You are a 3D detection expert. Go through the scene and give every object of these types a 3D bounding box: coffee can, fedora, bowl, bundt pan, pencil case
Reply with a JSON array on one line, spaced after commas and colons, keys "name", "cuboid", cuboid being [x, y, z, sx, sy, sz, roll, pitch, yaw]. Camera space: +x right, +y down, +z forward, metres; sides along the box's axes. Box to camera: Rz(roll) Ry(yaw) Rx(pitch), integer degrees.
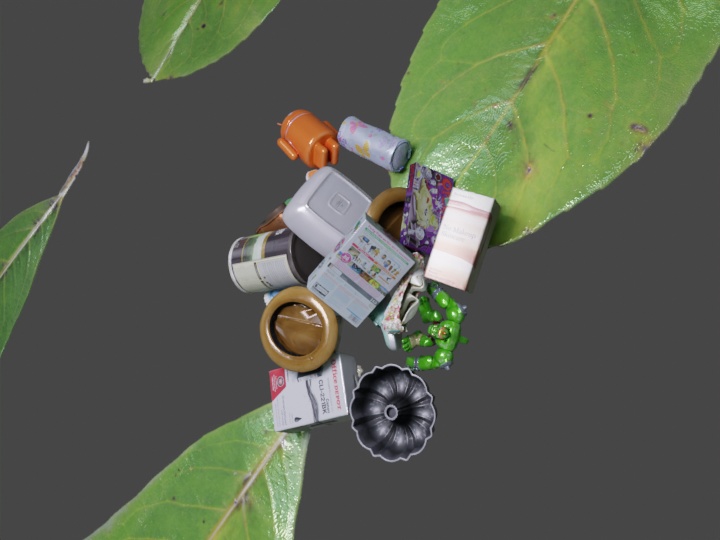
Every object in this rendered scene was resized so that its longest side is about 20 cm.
[{"name": "coffee can", "cuboid": [-0.207, -0.026, 1.395, 0.197, 0.146, 0.149, -9, 71, 29]}, {"name": "fedora", "cuboid": [0.080, -0.095, 1.320, 0.081, 0.198, 0.204, -10, 66, 61]}, {"name": "bowl", "cuboid": [-0.059, -0.143, 1.325, 0.199, 0.075, 0.201, 38, 59, -5]}, {"name": "fedora", "cuboid": [-0.133, 0.136, 1.296, 0.197, 0.082, 0.204, -3, 83, 20]}, {"name": "bundt pan", "cuboid": [0.079, 0.304, 1.220, 0.199, 0.076, 0.206, -3, 83, 25]}, {"name": "pencil case", "cuboid": [0.035, -0.326, 1.433, 0.199, 0.084, 0.091, 31, 54, 29]}]

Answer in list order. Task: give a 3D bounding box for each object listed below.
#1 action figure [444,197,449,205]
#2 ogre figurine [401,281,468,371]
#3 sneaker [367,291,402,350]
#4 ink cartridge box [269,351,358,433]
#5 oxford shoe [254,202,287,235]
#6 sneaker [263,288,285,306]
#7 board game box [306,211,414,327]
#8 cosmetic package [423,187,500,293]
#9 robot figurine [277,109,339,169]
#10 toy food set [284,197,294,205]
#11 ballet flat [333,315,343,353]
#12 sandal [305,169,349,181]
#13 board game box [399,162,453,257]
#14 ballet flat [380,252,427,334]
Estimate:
[{"name": "action figure", "cuboid": [0.241, -0.061, 1.275, 0.116, 0.055, 0.204, 4, 84, 25]}, {"name": "ogre figurine", "cuboid": [0.169, 0.132, 1.233, 0.119, 0.098, 0.202, 12, 64, 45]}, {"name": "sneaker", "cuboid": [0.024, 0.112, 1.313, 0.117, 0.074, 0.203, -24, 57, 11]}, {"name": "ink cartridge box", "cuboid": [-0.105, 0.289, 1.318, 0.197, 0.084, 0.147, -18, 67, 19]}, {"name": "oxford shoe", "cuboid": [-0.224, -0.110, 1.468, 0.071, 0.199, 0.071, 49, 65, -10]}, {"name": "sneaker", "cuboid": [-0.167, 0.111, 1.406, 0.090, 0.078, 0.201, -39, 63, 6]}, {"name": "board game box", "cuboid": [0.000, 0.000, 1.229, 0.147, 0.064, 0.200, 39, 105, -15]}, {"name": "cosmetic package", "cuboid": [0.220, -0.063, 1.209, 0.102, 0.087, 0.203, 17, 90, 23]}, {"name": "robot figurine", "cuboid": [-0.139, -0.354, 1.506, 0.144, 0.116, 0.200, -48, 61, 5]}, {"name": "toy food set", "cuboid": [-0.114, -0.130, 1.467, 0.196, 0.049, 0.203, -27, 66, 16]}, {"name": "ballet flat", "cuboid": [-0.073, 0.106, 1.370, 0.061, 0.068, 0.203, -21, 67, 7]}, {"name": "sandal", "cuboid": [-0.052, -0.210, 1.424, 0.206, 0.060, 0.079, 41, 51, 22]}, {"name": "board game box", "cuboid": [0.155, -0.137, 1.304, 0.032, 0.119, 0.204, -10, 68, 53]}, {"name": "ballet flat", "cuboid": [0.111, 0.054, 1.238, 0.063, 0.076, 0.202, 9, 67, 41]}]
